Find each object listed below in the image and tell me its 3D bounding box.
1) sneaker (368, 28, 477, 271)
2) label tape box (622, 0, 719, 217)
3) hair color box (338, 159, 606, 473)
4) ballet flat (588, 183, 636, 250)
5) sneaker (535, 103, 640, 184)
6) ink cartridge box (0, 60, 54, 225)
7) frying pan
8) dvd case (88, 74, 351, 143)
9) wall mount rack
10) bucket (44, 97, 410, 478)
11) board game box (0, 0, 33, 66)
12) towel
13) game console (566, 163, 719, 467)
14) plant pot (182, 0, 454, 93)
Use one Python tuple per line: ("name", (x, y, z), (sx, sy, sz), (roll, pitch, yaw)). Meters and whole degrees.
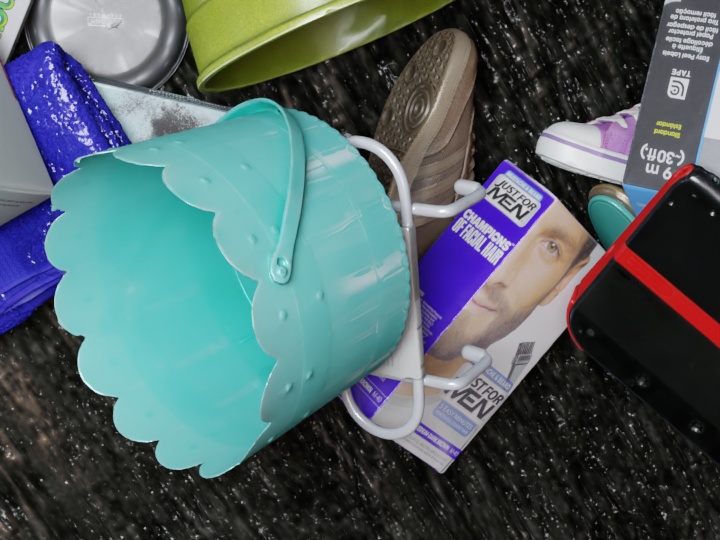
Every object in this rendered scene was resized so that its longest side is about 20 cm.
("sneaker", (0.049, -0.069, 0.995), (0.075, 0.070, 0.202), (16, 104, -28))
("label tape box", (0.251, -0.071, 0.907), (0.143, 0.063, 0.203), (15, 93, 33))
("hair color box", (0.080, 0.035, 0.990), (0.201, 0.065, 0.109), (-51, 137, 2))
("ballet flat", (0.241, 0.001, 1.036), (0.072, 0.068, 0.201), (-42, 105, -20))
("sneaker", (0.221, -0.114, 1.005), (0.198, 0.073, 0.116), (5, 100, -21))
("ink cartridge box", (-0.313, -0.069, 0.872), (0.198, 0.083, 0.147), (-27, 83, 15))
("frying pan", (-0.188, -0.137, 0.956), (0.114, 0.031, 0.192), (24, 94, -10))
("dvd case", (-0.117, -0.046, 0.973), (0.197, 0.022, 0.148), (13, 109, -11))
("wall mount rack", (0.000, 0.000, 0.906), (0.172, 0.074, 0.203), (10, 115, 32))
("bucket", (-0.077, 0.005, 0.832), (0.134, 0.206, 0.210), (-26, 107, -40))
("board game box", (-0.262, -0.220, 0.903), (0.125, 0.035, 0.202), (23, 108, -13))
("towel", (-0.240, -0.041, 0.927), (0.198, 0.050, 0.149), (-30, 105, 15))
("game console", (0.245, 0.044, 0.924), (0.199, 0.031, 0.177), (40, 134, 5))
("plant pot", (-0.045, -0.241, 0.885), (0.198, 0.200, 0.195), (-22, 92, -4))
